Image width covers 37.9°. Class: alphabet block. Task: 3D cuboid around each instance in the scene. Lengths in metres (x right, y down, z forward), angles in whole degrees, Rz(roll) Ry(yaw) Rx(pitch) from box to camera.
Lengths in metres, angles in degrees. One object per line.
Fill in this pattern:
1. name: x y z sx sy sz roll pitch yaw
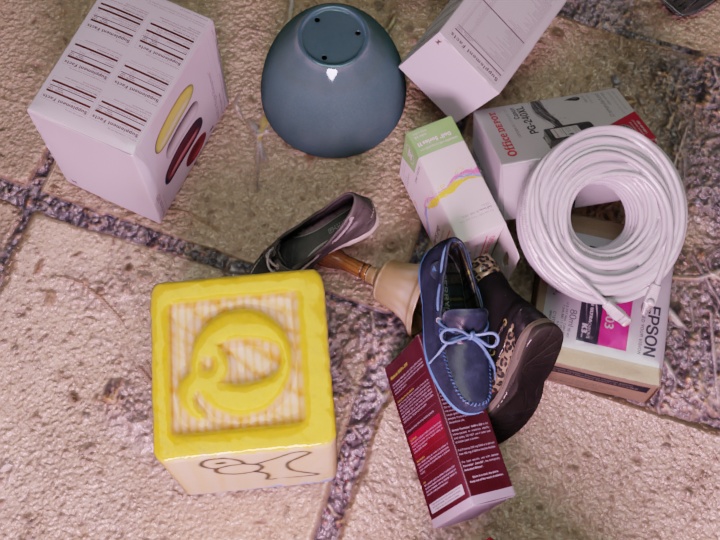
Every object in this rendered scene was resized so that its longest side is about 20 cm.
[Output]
1. alphabet block: -0.125 0.131 1.174 0.193 0.200 0.199 -6 69 -4

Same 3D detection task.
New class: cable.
1. cable: 0.280 -0.063 1.212 0.199 0.069 0.201 32 87 -4

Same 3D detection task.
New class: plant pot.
1. plant pot: -0.035 -0.267 1.362 0.197 0.135 0.203 0 69 -1

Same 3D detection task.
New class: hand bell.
1. hand bell: 0.000 0.000 1.300 0.198 0.104 0.105 22 70 20

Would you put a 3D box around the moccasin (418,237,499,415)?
1. moccasin: 0.105 0.057 1.163 0.080 0.068 0.202 -4 66 -26

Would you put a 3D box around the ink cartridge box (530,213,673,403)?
1. ink cartridge box: 0.291 0.042 1.283 0.163 0.075 0.202 11 69 4

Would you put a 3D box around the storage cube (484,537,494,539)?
1. storage cube: 0.142 0.411 1.089 0.179 0.171 0.200 38 74 14

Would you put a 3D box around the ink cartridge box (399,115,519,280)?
1. ink cartridge box: 0.119 -0.072 1.300 0.067 0.117 0.202 -21 70 -10

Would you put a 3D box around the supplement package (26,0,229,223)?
1. supplement package: -0.278 -0.206 1.304 0.146 0.192 0.202 23 71 9

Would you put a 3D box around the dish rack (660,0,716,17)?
1. dish rack: 0.441 -0.460 1.488 0.153 0.055 0.200 -39 75 -13

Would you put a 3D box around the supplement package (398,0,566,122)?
1. supplement package: 0.160 -0.311 1.364 0.114 0.109 0.201 43 63 -11

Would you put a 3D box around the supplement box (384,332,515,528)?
1. supplement box: 0.099 0.181 1.203 0.060 0.109 0.202 -8 68 -26

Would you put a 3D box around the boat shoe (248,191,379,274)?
1. boat shoe: -0.071 -0.033 1.280 0.199 0.057 0.067 -33 57 11

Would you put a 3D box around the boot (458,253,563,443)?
1. boot: 0.151 0.096 1.230 0.072 0.202 0.151 -6 43 -28

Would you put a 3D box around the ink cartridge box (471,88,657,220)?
1. ink cartridge box: 0.251 -0.149 1.319 0.197 0.084 0.146 -10 37 -5
